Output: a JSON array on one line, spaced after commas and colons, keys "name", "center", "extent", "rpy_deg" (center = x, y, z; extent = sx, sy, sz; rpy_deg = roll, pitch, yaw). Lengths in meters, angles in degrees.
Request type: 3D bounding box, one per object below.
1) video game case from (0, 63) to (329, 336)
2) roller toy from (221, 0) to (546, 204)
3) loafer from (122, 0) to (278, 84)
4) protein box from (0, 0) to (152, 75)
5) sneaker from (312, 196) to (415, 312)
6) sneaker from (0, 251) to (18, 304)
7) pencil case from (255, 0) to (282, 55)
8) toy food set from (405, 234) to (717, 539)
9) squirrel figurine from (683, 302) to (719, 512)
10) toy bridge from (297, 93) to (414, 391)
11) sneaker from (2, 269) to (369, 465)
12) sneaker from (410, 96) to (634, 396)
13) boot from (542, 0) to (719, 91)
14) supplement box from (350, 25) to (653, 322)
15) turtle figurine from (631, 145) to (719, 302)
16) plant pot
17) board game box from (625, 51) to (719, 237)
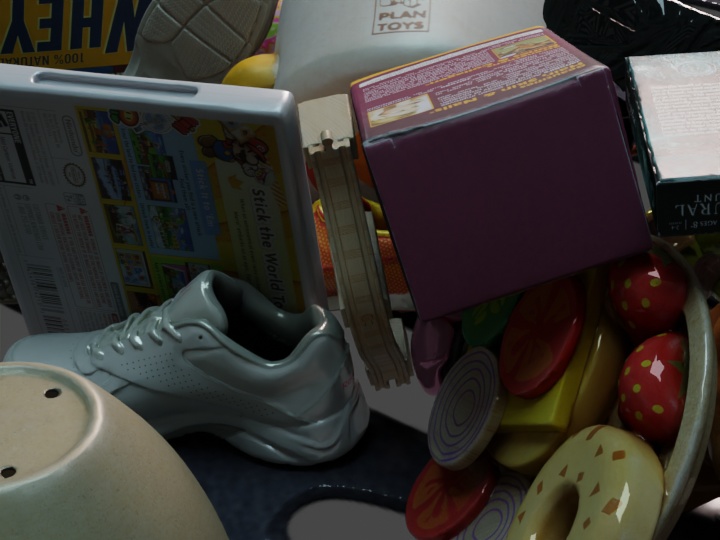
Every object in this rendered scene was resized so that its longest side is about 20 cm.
[{"name": "video game case", "center": [-0.110, -0.021, 0.941], "extent": [0.181, 0.200, 0.023], "rpy_deg": [7, 46, 15]}, {"name": "roller toy", "center": [0.035, -0.109, 1.070], "extent": [0.200, 0.182, 0.140], "rpy_deg": [27, 50, -27]}, {"name": "loafer", "center": [-0.109, -0.140, 1.154], "extent": [0.072, 0.200, 0.063], "rpy_deg": [42, 36, 2]}, {"name": "protein box", "center": [-0.206, -0.238, 1.297], "extent": [0.134, 0.199, 0.200], "rpy_deg": [-5, 32, -3]}, {"name": "sneaker", "center": [-0.028, -0.011, 1.018], "extent": [0.199, 0.077, 0.073], "rpy_deg": [-10, 17, 9]}, {"name": "sneaker", "center": [-0.140, -0.038, 1.045], "extent": [0.199, 0.071, 0.076], "rpy_deg": [-14, 20, 25]}, {"name": "pencil case", "center": [-0.022, -0.173, 1.293], "extent": [0.199, 0.088, 0.088], "rpy_deg": [7, 33, 16]}, {"name": "toy food set", "center": [0.086, 0.074, 0.807], "extent": [0.049, 0.201, 0.198], "rpy_deg": [23, -14, -23]}, {"name": "squirrel figurine", "center": [0.212, 0.016, 0.818], "extent": [0.141, 0.187, 0.201], "rpy_deg": [13, 66, 17]}, {"name": "toy bridge", "center": [0.000, 0.000, 0.906], "extent": [0.027, 0.200, 0.067], "rpy_deg": [-12, 50, 3]}, {"name": "sneaker", "center": [-0.095, 0.039, 0.934], "extent": [0.199, 0.100, 0.078], "rpy_deg": [2, 35, 7]}, {"name": "sneaker", "center": [0.112, -0.005, 0.961], "extent": [0.095, 0.079, 0.200], "rpy_deg": [21, 71, 31]}, {"name": "boot", "center": [0.205, -0.099, 0.994], "extent": [0.162, 0.073, 0.198], "rpy_deg": [15, 23, -50]}, {"name": "supplement box", "center": [0.060, -0.053, 0.845], "extent": [0.110, 0.086, 0.200], "rpy_deg": [-17, 13, 2]}, {"name": "turtle figurine", "center": [0.174, -0.005, 1.021], "extent": [0.161, 0.065, 0.200], "rpy_deg": [9, 41, 46]}, {"name": "plant pot", "center": [-0.151, 0.120, 0.779], "extent": [0.199, 0.135, 0.201], "rpy_deg": [-2, 31, 1]}, {"name": "board game box", "center": [0.221, -0.064, 0.780], "extent": [0.199, 0.028, 0.135], "rpy_deg": [-4, 29, 5]}]
